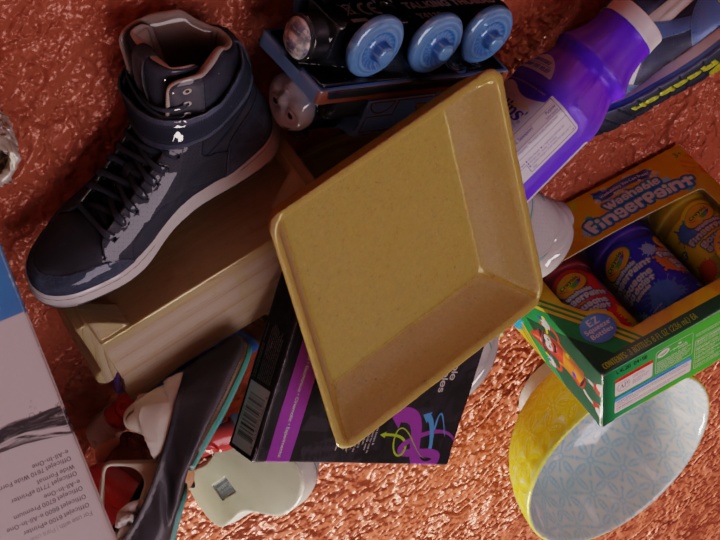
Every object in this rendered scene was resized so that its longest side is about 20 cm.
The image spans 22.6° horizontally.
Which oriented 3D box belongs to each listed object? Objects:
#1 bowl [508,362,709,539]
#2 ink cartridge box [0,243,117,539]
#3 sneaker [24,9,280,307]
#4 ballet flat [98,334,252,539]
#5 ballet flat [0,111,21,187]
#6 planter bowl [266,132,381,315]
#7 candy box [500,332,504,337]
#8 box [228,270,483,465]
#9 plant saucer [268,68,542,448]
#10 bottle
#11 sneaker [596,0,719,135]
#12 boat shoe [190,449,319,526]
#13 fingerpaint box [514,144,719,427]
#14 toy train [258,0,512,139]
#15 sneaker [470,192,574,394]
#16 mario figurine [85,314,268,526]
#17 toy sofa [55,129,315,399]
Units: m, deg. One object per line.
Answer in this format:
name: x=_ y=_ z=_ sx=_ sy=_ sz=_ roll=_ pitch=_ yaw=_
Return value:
bowl: x=0.204 y=0.137 z=1.626 sx=0.199 sy=0.108 sz=0.201 roll=-22 pitch=138 yaw=-21
ink cartridge box: x=-0.236 y=0.088 z=1.120 sx=0.083 sy=0.145 sz=0.201 roll=-23 pitch=99 yaw=-19
sneaker: x=-0.148 y=-0.077 z=1.150 sx=0.202 sy=0.077 sz=0.146 roll=-42 pitch=154 yaw=-14
ballet flat: x=-0.138 y=0.130 z=1.230 sx=0.073 sy=0.073 sz=0.201 roll=19 pitch=94 yaw=-47
ballet flat: x=-0.288 y=-0.076 z=1.059 sx=0.199 sy=0.072 sz=0.072 roll=-2 pitch=128 yaw=-37
planter bowl: x=0.000 y=0.000 z=1.350 sx=0.199 sy=0.084 sz=0.201 roll=-23 pitch=139 yaw=-21
candy box: x=0.024 y=0.072 z=1.483 sx=0.199 sy=0.026 sz=0.103 roll=-33 pitch=137 yaw=-10
box: x=0.008 y=0.068 z=1.296 sx=0.199 sy=0.036 sz=0.144 roll=8 pitch=104 yaw=-43
plant saucer: x=0.025 y=-0.013 z=1.212 sx=0.200 sy=0.048 sz=0.201 roll=-35 pitch=130 yaw=-25
bottle: x=0.134 y=-0.114 z=1.312 sx=0.200 sy=0.084 sz=0.065 roll=-45 pitch=118 yaw=-2
sneaker: x=0.200 y=-0.162 z=1.377 sx=0.199 sy=0.083 sz=0.074 roll=-29 pitch=169 yaw=13
boat shoe: x=-0.072 y=0.148 z=1.395 sx=0.071 sy=0.070 sz=0.201 roll=-34 pitch=-178 yaw=-29
fingerpaint box: x=0.230 y=0.007 z=1.478 sx=0.199 sy=0.167 sz=0.074 roll=-26 pitch=141 yaw=-15
toy train: x=0.020 y=-0.142 z=1.219 sx=0.199 sy=0.087 sz=0.115 roll=-13 pitch=138 yaw=-42
sneaker: x=0.084 y=0.018 z=1.415 sx=0.080 sy=0.070 sz=0.201 roll=25 pitch=99 yaw=-48
mario figurine: x=-0.129 y=0.113 z=1.322 sx=0.106 sy=0.123 sz=0.201 roll=29 pitch=93 yaw=-23
toy sofa: x=-0.115 y=-0.007 z=1.247 sx=0.199 sy=0.083 sz=0.098 roll=-32 pitch=143 yaw=-7
